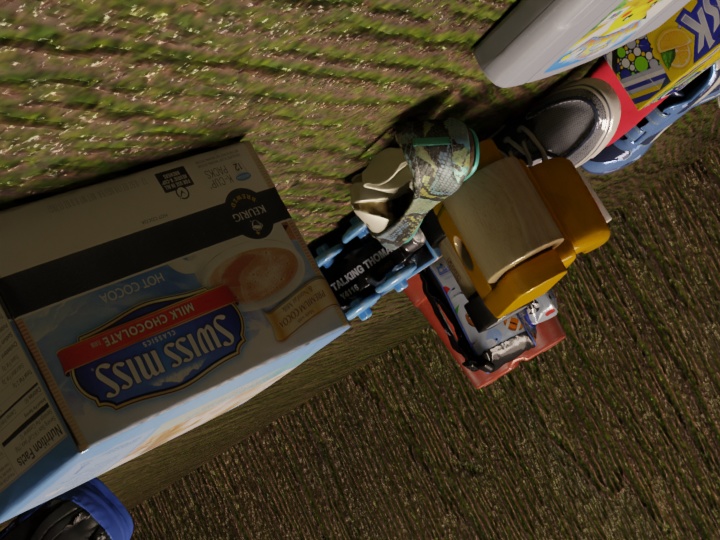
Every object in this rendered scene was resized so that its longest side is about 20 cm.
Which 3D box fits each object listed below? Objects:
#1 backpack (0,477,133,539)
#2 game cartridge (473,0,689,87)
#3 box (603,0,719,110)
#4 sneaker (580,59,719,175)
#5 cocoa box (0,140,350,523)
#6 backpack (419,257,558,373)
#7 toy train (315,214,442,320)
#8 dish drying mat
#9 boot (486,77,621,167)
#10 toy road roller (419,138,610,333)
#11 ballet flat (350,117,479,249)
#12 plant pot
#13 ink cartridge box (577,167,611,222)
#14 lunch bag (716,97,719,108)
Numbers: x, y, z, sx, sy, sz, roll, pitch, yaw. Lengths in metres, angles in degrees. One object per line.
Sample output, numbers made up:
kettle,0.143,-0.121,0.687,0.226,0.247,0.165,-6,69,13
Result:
backpack,-0.453,0.405,1.840,0.200,0.163,0.168,-42,-170,20
game cartridge,0.175,-0.186,0.822,0.199,0.041,0.133,-25,175,-34
box,0.274,-0.207,0.923,0.064,0.070,0.200,-28,173,-31
sneaker,0.301,-0.176,1.251,0.200,0.074,0.082,-39,165,21
cocoa box,-0.133,0.032,0.679,0.199,0.132,0.133,-23,170,-44
backpack,0.149,0.016,1.463,0.154,0.191,0.200,-36,176,2
toy train,0.000,0.000,1.186,0.200,0.087,0.114,-36,177,35
dish drying mat,0.241,-0.163,1.156,0.076,0.018,0.200,15,163,-7
boot,0.149,-0.103,1.108,0.090,0.073,0.200,-31,176,-40
toy road roller,0.142,-0.043,1.019,0.145,0.123,0.200,-28,170,-9
ballet flat,0.027,-0.069,0.954,0.074,0.074,0.200,-27,170,-25
plant pot,0.179,0.047,1.693,0.200,0.196,0.201,-30,172,-5
ink cartridge box,0.197,-0.075,1.320,0.200,0.117,0.067,-24,170,-47
lunch bag,0.486,-0.242,1.343,0.163,0.118,0.200,-32,168,5
